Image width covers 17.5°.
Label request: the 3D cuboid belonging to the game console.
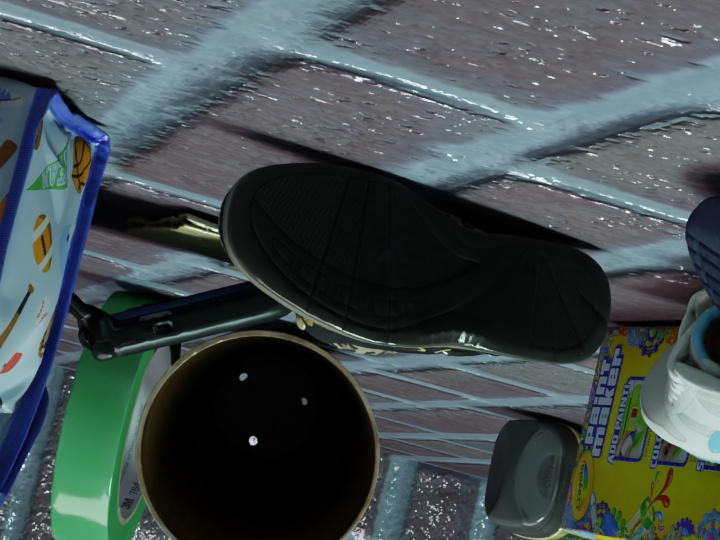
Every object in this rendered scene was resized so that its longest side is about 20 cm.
[{"bbox_3d":[-0.142,-0.013,1.372,0.174,0.117,0.200,-14,-177,-8],"label":"game console"}]

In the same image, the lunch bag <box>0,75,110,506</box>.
[{"bbox_3d":[-0.221,0.009,1.052,0.169,0.202,0.124,11,172,13],"label":"lunch bag"}]

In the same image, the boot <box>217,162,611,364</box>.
[{"bbox_3d":[0.000,0.000,1.097,0.199,0.074,0.150,12,175,-28],"label":"boot"}]

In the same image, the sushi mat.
[{"bbox_3d":[-0.036,-0.001,1.366,0.199,0.012,0.095,18,173,-27],"label":"sushi mat"}]

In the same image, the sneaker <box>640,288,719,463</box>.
[{"bbox_3d":[0.178,0.041,1.090,0.080,0.077,0.200,25,164,-15],"label":"sneaker"}]

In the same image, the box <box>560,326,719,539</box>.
[{"bbox_3d":[0.247,0.113,1.265,0.199,0.123,0.192,16,172,-22],"label":"box"}]

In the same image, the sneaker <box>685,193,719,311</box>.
[{"bbox_3d":[0.200,0.021,0.904,0.200,0.082,0.074,40,-174,-34],"label":"sneaker"}]

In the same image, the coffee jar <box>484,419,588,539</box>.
[{"bbox_3d":[0.197,0.196,2.058,0.199,0.105,0.085,20,168,-42],"label":"coffee jar"}]

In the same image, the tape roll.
[{"bbox_3d":[-0.187,0.118,1.808,0.048,0.202,0.200,12,173,7],"label":"tape roll"}]

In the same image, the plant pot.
[{"bbox_3d":[-0.078,0.125,1.859,0.185,0.188,0.200,14,-172,-2],"label":"plant pot"}]
